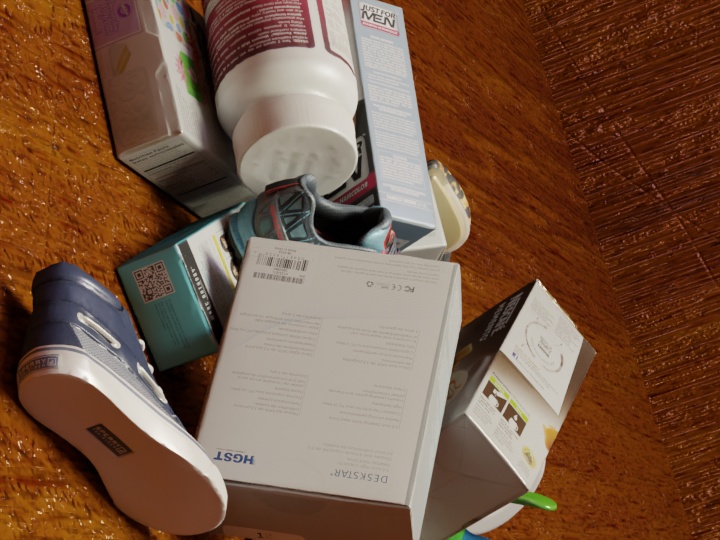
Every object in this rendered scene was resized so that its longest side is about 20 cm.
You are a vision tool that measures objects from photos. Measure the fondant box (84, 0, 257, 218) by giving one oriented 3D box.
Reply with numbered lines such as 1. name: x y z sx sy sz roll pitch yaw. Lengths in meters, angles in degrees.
1. fondant box: -0.135 -0.129 1.736 0.200 0.058 0.145 40 33 -65

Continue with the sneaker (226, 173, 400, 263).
1. sneaker: 0.000 0.000 1.677 0.200 0.095 0.079 34 30 -29

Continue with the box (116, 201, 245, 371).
1. box: -0.114 0.009 1.645 0.200 0.049 0.082 -42 110 -75

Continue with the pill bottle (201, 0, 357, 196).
1. pill bottle: -0.061 -0.158 1.713 0.110 0.109 0.200 52 23 -51

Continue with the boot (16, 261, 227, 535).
1. boot: -0.141 0.081 1.397 0.200 0.073 0.091 55 26 -45

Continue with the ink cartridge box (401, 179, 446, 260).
1. ink cartridge box: -0.026 -0.084 1.875 0.083 0.145 0.200 115 -36 -62

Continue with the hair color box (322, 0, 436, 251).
1. hair color box: -0.005 -0.107 1.779 0.061 0.099 0.200 13 59 -37

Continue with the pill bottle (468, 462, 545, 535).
1. pill bottle: 0.057 0.125 1.891 0.200 0.112 0.112 44 -8 44

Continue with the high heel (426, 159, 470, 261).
1. high heel: 0.061 -0.068 2.008 0.200 0.071 0.143 88 1 -51

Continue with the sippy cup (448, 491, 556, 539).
1. sippy cup: 0.117 0.267 1.693 0.140 0.130 0.178 -74 168 -49

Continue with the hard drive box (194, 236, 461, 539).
1. hard drive box: -0.022 0.086 1.547 0.077 0.155 0.200 84 16 -54

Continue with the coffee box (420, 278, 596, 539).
1. coffee box: 0.092 0.107 1.692 0.080 0.114 0.200 49 35 -10
